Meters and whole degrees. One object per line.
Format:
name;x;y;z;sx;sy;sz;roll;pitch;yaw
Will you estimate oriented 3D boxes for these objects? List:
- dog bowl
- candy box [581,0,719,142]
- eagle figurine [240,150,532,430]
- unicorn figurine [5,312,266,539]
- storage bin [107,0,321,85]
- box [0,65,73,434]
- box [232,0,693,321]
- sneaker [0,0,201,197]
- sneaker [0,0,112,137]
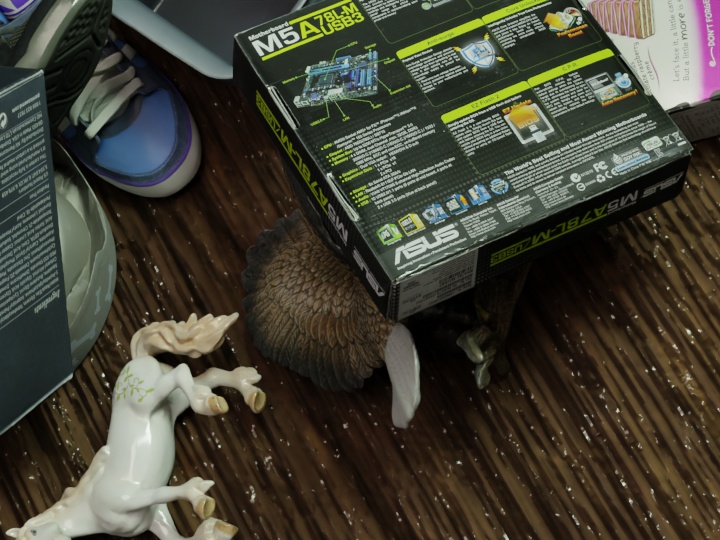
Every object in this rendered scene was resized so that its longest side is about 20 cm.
dog bowl;-0.249;0.002;1.495;0.198;0.059;0.202;-7;70;18
candy box;0.182;-0.147;1.377;0.198;0.061;0.138;-15;68;15
eagle figurine;0.002;-0.001;1.364;0.199;0.151;0.153;23;90;14
unicorn figurine;-0.138;0.122;1.411;0.136;0.074;0.201;5;60;32
storage bin;-0.082;-0.192;1.454;0.199;0.134;0.146;35;87;26
box;-0.267;-0.017;1.362;0.147;0.107;0.202;6;114;23
box;0.056;-0.089;1.298;0.199;0.048;0.194;-24;58;-18
sneaker;-0.195;-0.141;1.473;0.080;0.146;0.200;-42;63;3
sneaker;-0.234;-0.122;1.415;0.114;0.076;0.200;43;122;12
